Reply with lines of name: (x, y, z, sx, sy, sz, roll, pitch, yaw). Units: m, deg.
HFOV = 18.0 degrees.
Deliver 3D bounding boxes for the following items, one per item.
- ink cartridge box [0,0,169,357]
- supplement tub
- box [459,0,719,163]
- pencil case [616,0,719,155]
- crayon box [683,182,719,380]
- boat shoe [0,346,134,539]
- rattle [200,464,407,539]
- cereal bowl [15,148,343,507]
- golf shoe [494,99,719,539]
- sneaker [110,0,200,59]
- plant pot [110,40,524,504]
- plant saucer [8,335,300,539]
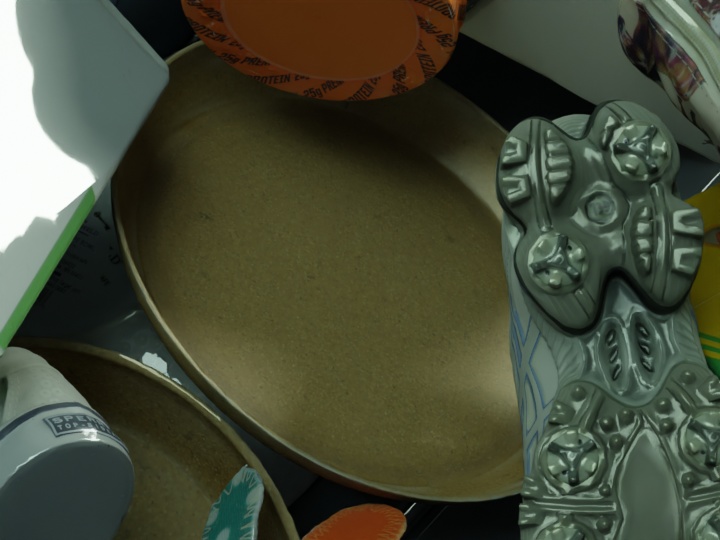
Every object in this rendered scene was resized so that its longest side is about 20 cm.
ink cartridge box: (-0.177, -0.012, 0.753, 0.200, 0.084, 0.146, -26, 27, 37)
supplement tub: (0.002, -0.168, 0.810, 0.122, 0.123, 0.201, 2, 58, 16)
box: (0.126, -0.164, 0.854, 0.124, 0.097, 0.201, 24, 59, -20)
pencil case: (0.146, -0.034, 0.684, 0.078, 0.089, 0.200, -52, 45, 28)
crayon box: (0.209, 0.007, 0.750, 0.199, 0.058, 0.173, -26, 37, -4)
boat shoe: (-0.149, 0.111, 0.726, 0.200, 0.071, 0.070, -57, 46, 15)
rattle: (-0.062, 0.157, 0.677, 0.130, 0.143, 0.200, 39, 99, 25)
cereal bowl: (-0.095, 0.008, 0.847, 0.199, 0.083, 0.201, -6, 57, 10)
golf shoe: (0.084, 0.050, 0.741, 0.078, 0.097, 0.201, -2, 77, -1)
sneaker: (-0.014, -0.123, 0.894, 0.146, 0.077, 0.202, 28, 55, 27)
plant pot: (0.000, 0.000, 0.800, 0.199, 0.028, 0.201, 19, 47, -21)
plant saucer: (-0.111, 0.123, 0.768, 0.199, 0.035, 0.201, 0, 87, 7)
